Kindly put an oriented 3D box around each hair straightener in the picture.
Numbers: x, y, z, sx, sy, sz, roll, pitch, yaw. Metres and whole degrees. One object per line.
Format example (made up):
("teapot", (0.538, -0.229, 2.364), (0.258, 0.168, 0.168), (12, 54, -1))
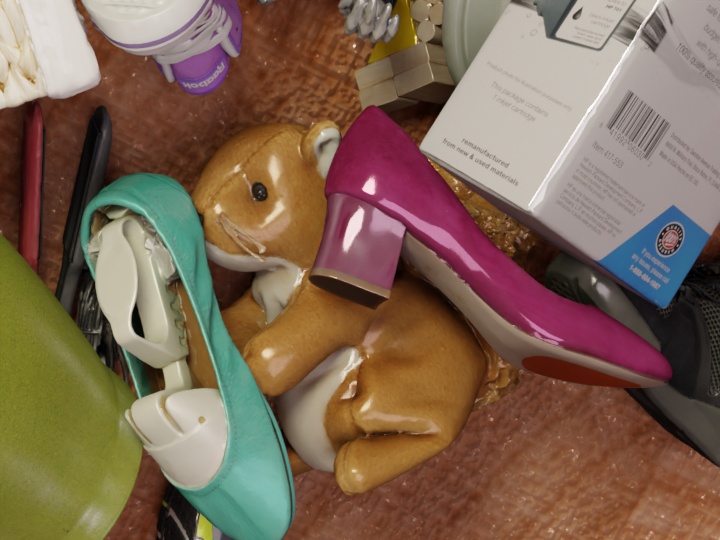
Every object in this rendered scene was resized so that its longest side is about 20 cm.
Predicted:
("hair straightener", (-0.144, 0.010, 1.416), (0.077, 0.041, 0.200), (2, 105, -14))

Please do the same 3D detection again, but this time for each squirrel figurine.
("squirrel figurine", (0.000, 0.000, 1.418), (0.200, 0.141, 0.187), (-25, 99, -21))

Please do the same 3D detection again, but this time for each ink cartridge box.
("ink cartridge box", (0.142, -0.102, 1.315), (0.146, 0.086, 0.200), (32, 89, -52))

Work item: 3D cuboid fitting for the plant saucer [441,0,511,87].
("plant saucer", (0.130, -0.155, 1.381), (0.200, 0.050, 0.200), (-28, 137, -30))

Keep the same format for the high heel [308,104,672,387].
("high heel", (0.075, -0.008, 1.343), (0.200, 0.067, 0.096), (22, 74, -18))

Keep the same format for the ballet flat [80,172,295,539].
("ballet flat", (-0.095, 0.047, 1.334), (0.070, 0.067, 0.200), (-6, 73, -52))

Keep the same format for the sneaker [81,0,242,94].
("sneaker", (-0.085, -0.127, 1.310), (0.073, 0.201, 0.114), (-17, 117, 6))

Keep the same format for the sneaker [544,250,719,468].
("sneaker", (0.178, 0.018, 1.464), (0.114, 0.076, 0.199), (-53, 132, -4))

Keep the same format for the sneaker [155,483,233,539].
("sneaker", (-0.059, 0.190, 1.477), (0.081, 0.074, 0.200), (-18, 116, -15))

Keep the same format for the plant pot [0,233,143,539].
("plant pot", (-0.213, 0.064, 1.310), (0.200, 0.200, 0.193), (-48, 131, 2))

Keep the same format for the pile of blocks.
("pile of blocks", (0.058, -0.172, 1.416), (0.062, 0.082, 0.200), (4, 121, -59))

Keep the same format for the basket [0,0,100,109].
("basket", (-0.229, -0.169, 1.267), (0.161, 0.198, 0.200), (-21, 109, -3))

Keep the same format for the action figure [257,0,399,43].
("action figure", (-0.013, -0.178, 1.323), (0.119, 0.102, 0.200), (39, 132, -14))
